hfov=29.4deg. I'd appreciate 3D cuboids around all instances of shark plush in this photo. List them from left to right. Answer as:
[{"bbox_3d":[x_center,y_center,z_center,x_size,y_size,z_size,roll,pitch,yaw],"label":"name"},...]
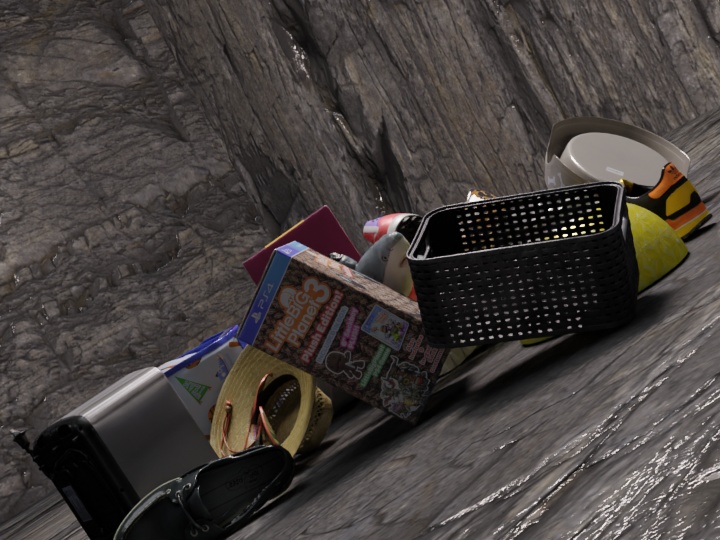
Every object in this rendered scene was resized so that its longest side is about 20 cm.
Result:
[{"bbox_3d":[0.000,0.000,1.552,0.199,0.083,0.091,-2,50,55],"label":"shark plush"}]

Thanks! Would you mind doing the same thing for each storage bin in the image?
[{"bbox_3d":[0.155,-0.006,1.286,0.197,0.095,0.135,-7,22,17],"label":"storage bin"}]

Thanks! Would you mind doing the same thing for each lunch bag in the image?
[{"bbox_3d":[-0.189,0.183,1.668,0.198,0.171,0.124,-31,6,11],"label":"lunch bag"}]

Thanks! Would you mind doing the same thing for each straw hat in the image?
[{"bbox_3d":[-0.081,0.165,1.555,0.084,0.204,0.200,21,-34,-35],"label":"straw hat"}]

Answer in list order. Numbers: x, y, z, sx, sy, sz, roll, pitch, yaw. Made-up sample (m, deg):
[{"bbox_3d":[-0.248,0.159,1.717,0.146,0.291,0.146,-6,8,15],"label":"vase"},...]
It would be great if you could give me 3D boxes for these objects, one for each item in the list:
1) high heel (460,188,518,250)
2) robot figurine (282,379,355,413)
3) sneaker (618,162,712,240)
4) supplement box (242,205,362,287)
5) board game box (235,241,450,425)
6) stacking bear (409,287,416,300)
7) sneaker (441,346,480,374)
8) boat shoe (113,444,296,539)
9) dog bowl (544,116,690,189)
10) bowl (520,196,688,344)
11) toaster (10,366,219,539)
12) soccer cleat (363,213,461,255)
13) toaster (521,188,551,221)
[{"bbox_3d":[0.094,-0.001,1.556,0.198,0.144,0.072,-26,-25,-4],"label":"high heel"},{"bbox_3d":[-0.060,0.135,1.770,0.199,0.112,0.171,-31,-39,-46],"label":"robot figurine"},{"bbox_3d":[0.305,-0.058,1.571,0.070,0.091,0.199,-31,2,-44],"label":"sneaker"},{"bbox_3d":[-0.063,0.002,1.727,0.130,0.104,0.200,-34,-2,-1],"label":"supplement box"},{"bbox_3d":[-0.010,0.060,1.404,0.159,0.198,0.098,-50,-14,-84],"label":"board game box"},{"bbox_3d":[0.051,0.043,1.677,0.113,0.122,0.200,-35,-14,-4],"label":"stacking bear"},{"bbox_3d":[0.106,0.077,1.602,0.198,0.077,0.081,-26,-11,-8],"label":"sneaker"},{"bbox_3d":[-0.149,0.226,1.336,0.197,0.075,0.066,-21,-13,-19],"label":"boat shoe"},{"bbox_3d":[0.320,-0.117,1.709,0.199,0.199,0.059,-31,-36,-48],"label":"dog bowl"},{"bbox_3d":[0.230,-0.018,1.436,0.198,0.109,0.200,-30,2,1],"label":"bowl"},{"bbox_3d":[-0.248,0.208,1.449,0.118,0.201,0.180,-36,4,-34],"label":"toaster"},{"bbox_3d":[0.090,-0.035,1.752,0.073,0.069,0.198,10,-2,45],"label":"soccer cleat"},{"bbox_3d":[0.256,-0.049,1.780,0.129,0.114,0.199,-31,2,41],"label":"toaster"}]
